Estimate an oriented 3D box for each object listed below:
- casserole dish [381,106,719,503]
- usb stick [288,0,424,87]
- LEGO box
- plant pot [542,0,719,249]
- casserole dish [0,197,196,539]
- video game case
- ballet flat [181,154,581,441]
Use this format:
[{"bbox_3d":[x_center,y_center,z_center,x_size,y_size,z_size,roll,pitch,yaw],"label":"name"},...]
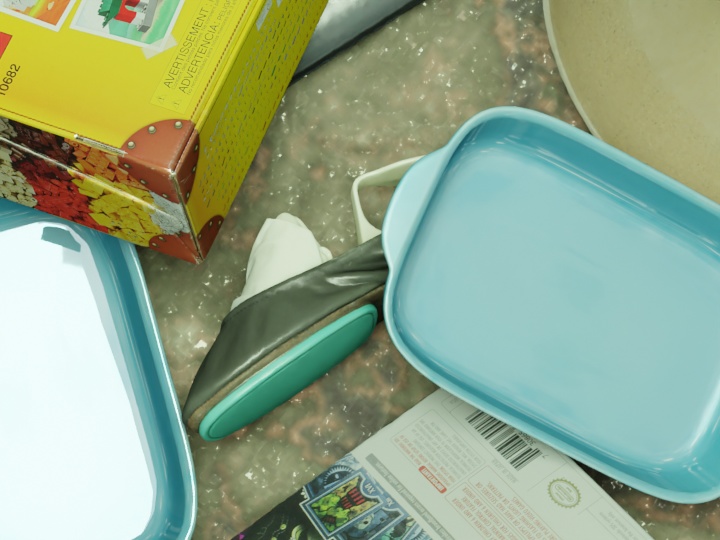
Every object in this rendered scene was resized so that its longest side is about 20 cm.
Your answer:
[{"bbox_3d":[0.094,0.015,0.975,0.199,0.039,0.122,27,82,-14],"label":"casserole dish"},{"bbox_3d":[-0.037,-0.109,1.037,0.199,0.033,0.056,-33,82,-5],"label":"usb stick"},{"bbox_3d":[-0.096,-0.124,0.981,0.148,0.077,0.201,19,67,15],"label":"LEGO box"},{"bbox_3d":[0.194,-0.115,0.974,0.200,0.200,0.134,43,59,6],"label":"plant pot"},{"bbox_3d":[-0.141,0.053,1.003,0.120,0.039,0.201,-16,83,-6],"label":"casserole dish"},{"bbox_3d":[0.040,0.154,0.938,0.181,0.036,0.200,-35,56,-18],"label":"video game case"},{"bbox_3d":[0.000,0.000,1.008,0.199,0.068,0.069,-28,72,-16],"label":"ballet flat"}]
